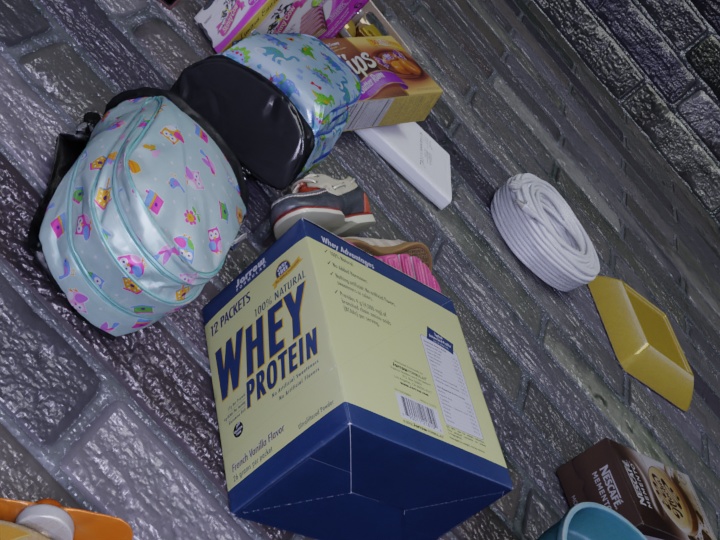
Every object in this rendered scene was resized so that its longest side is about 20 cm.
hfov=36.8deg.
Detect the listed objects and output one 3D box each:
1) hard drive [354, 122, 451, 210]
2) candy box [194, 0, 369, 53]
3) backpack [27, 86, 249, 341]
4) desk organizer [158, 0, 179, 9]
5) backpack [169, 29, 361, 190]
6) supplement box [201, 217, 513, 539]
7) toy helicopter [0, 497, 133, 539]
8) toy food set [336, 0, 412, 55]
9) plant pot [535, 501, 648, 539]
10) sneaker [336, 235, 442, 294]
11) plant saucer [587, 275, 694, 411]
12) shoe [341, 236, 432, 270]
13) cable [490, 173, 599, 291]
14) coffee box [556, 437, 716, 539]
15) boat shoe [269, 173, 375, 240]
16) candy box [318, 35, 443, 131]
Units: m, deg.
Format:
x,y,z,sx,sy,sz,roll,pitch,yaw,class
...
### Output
x,y,z,sx,sy,sz,roll,pitch,yaw,class
0.049,-0.185,1.482,0.199,0.026,0.133,40,28,-22,hard drive
-0.088,-0.318,1.306,0.061,0.136,0.199,55,27,13,candy box
-0.167,-0.047,0.840,0.167,0.126,0.201,46,29,-18,backpack
-0.172,-0.389,1.188,0.071,0.199,0.078,33,32,-32,desk organizer
-0.083,-0.175,1.146,0.162,0.155,0.200,38,10,10,backpack
-0.006,0.103,0.896,0.199,0.134,0.202,28,34,-39,supplement box
-0.208,0.143,0.587,0.200,0.079,0.132,47,25,-1,toy helicopter
0.002,-0.356,1.588,0.144,0.060,0.200,50,26,-1,toy food set
0.145,0.310,0.815,0.199,0.187,0.201,39,28,-25,plant pot
0.002,0.028,1.047,0.198,0.088,0.082,22,51,-33,sneaker
0.467,0.107,1.765,0.199,0.048,0.202,32,32,-36,plant saucer
0.000,0.000,1.145,0.199,0.053,0.071,-3,95,-51,shoe
0.284,-0.057,1.656,0.201,0.069,0.200,52,25,-1,cable
0.330,0.285,1.273,0.199,0.080,0.114,27,36,-41,coffee box
-0.043,-0.069,1.125,0.199,0.070,0.063,-7,75,-67,boat shoe
0.003,-0.242,1.388,0.199,0.057,0.117,-15,58,-51,candy box
